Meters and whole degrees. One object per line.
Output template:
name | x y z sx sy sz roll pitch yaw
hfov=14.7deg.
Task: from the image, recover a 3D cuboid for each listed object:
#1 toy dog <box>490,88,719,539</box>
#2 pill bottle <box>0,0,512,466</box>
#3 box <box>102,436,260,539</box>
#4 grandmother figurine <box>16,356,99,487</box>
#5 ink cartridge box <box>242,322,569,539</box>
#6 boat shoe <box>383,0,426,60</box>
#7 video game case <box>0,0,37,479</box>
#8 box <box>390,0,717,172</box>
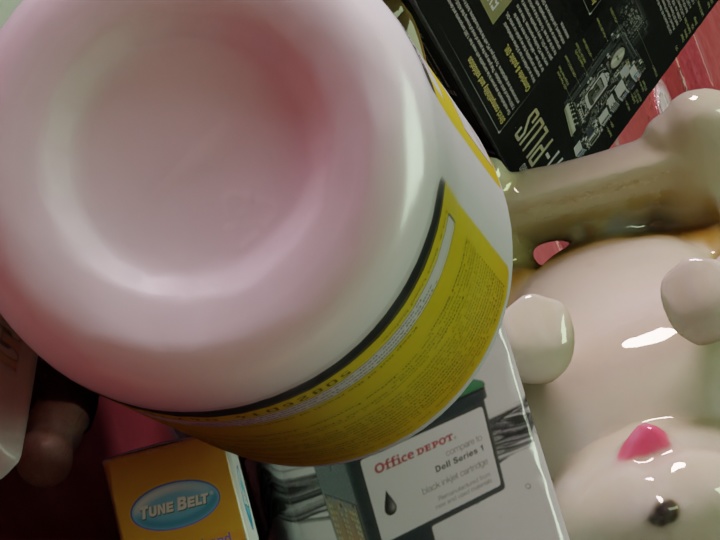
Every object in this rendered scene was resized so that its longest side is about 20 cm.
toy dog | 0.098 0.064 1.020 0.201 0.139 0.195 -101 -174 -50
pill bottle | -0.021 -0.010 0.706 0.200 0.111 0.113 43 34 -76
box | -0.037 0.128 0.814 0.119 0.041 0.201 94 -19 -83
grandmother figurine | -0.100 0.000 0.782 0.200 0.060 0.122 -32 113 -65
ink cartridge box | 0.011 0.071 0.897 0.146 0.084 0.201 168 -95 -83
boat shoe | -0.001 -0.001 1.003 0.066 0.071 0.202 167 -82 -83
video game case | -0.142 -0.067 0.686 0.182 0.024 0.201 41 31 -29
box | 0.060 -0.138 1.086 0.164 0.086 0.200 -54 148 -11
